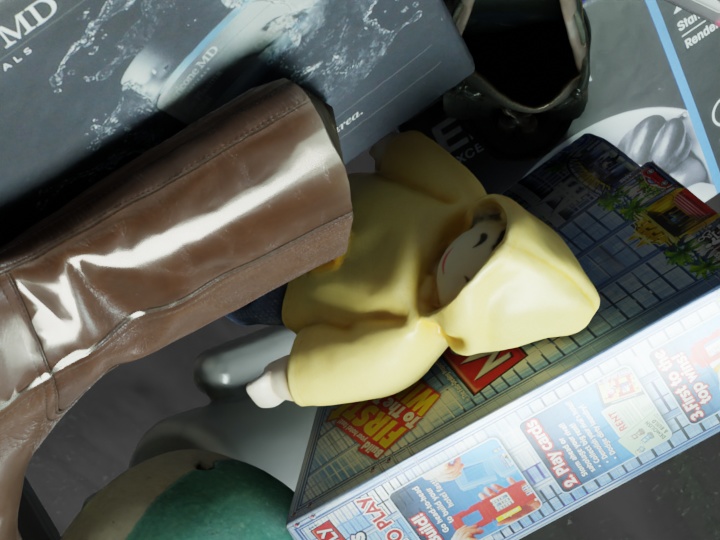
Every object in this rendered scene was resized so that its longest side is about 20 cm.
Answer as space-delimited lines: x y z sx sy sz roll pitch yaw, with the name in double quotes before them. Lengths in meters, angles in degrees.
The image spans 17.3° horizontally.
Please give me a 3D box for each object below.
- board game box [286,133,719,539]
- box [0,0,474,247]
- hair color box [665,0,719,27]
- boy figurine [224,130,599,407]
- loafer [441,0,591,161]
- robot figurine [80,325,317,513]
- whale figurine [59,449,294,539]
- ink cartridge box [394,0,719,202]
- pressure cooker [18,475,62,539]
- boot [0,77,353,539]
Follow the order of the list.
"board game box" 0.049 0.037 0.933 0.200 0.200 0.062 -36 119 -3
"box" -0.090 -0.097 0.833 0.197 0.117 0.200 -36 149 0
"hair color box" 0.115 -0.170 0.936 0.200 0.061 0.100 20 120 -32
"boy figurine" 0.000 0.000 0.898 0.064 0.200 0.124 44 70 -40
"loafer" 0.056 -0.091 0.916 0.072 0.063 0.200 -5 150 2
"robot figurine" -0.028 0.108 1.087 0.200 0.170 0.113 -13 -176 -39
"whale figurine" -0.067 0.174 0.937 0.159 0.104 0.200 -14 119 -60
"ink cartridge box" 0.104 -0.095 1.050 0.198 0.043 0.200 -34 130 -5
"pressure cooker" -0.192 0.178 1.020 0.176 0.200 0.179 -6 139 -42
"boot" -0.079 0.027 0.849 0.200 0.064 0.186 -32 153 -13
